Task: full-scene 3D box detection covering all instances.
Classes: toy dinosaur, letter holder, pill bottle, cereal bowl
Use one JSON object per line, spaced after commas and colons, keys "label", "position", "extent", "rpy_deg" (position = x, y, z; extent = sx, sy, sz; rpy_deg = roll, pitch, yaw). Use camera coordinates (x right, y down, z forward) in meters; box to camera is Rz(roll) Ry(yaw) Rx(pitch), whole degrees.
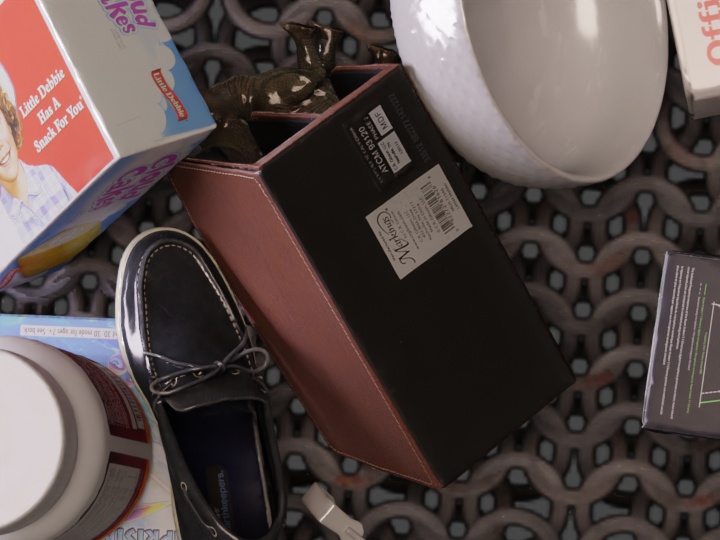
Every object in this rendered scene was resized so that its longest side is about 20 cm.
{"label": "toy dinosaur", "position": [-0.012, -0.077, 1.600], "extent": [0.199, 0.077, 0.103], "rpy_deg": [20, 100, 2]}
{"label": "letter holder", "position": [0.000, 0.000, 1.543], "extent": [0.100, 0.142, 0.201], "rpy_deg": [-37, 109, -20]}
{"label": "pill bottle", "position": [-0.176, 0.090, 1.484], "extent": [0.109, 0.200, 0.110], "rpy_deg": [-1, 84, 6]}
{"label": "cereal bowl", "position": [0.079, -0.138, 1.539], "extent": [0.083, 0.200, 0.201], "rpy_deg": [-10, 83, 38]}

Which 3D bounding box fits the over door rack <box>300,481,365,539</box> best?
{"label": "over door rack", "position": [0.008, 0.236, 1.543], "extent": [0.200, 0.067, 0.148], "rpy_deg": [40, 90, -7]}

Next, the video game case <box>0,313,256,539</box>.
{"label": "video game case", "position": [-0.162, 0.117, 1.605], "extent": [0.199, 0.045, 0.182], "rpy_deg": [2, 86, 7]}

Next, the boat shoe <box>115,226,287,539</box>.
{"label": "boat shoe", "position": [-0.080, 0.067, 1.532], "extent": [0.074, 0.062, 0.201], "rpy_deg": [-6, 72, -22]}

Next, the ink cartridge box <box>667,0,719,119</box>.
{"label": "ink cartridge box", "position": [0.260, -0.175, 1.560], "extent": [0.199, 0.084, 0.146], "rpy_deg": [-10, 83, 5]}

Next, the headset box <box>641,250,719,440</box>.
{"label": "headset box", "position": [0.262, 0.052, 1.479], "extent": [0.199, 0.174, 0.093], "rpy_deg": [8, 89, 17]}

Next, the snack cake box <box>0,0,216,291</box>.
{"label": "snack cake box", "position": [-0.170, -0.078, 1.549], "extent": [0.067, 0.200, 0.115], "rpy_deg": [-20, 80, -37]}
